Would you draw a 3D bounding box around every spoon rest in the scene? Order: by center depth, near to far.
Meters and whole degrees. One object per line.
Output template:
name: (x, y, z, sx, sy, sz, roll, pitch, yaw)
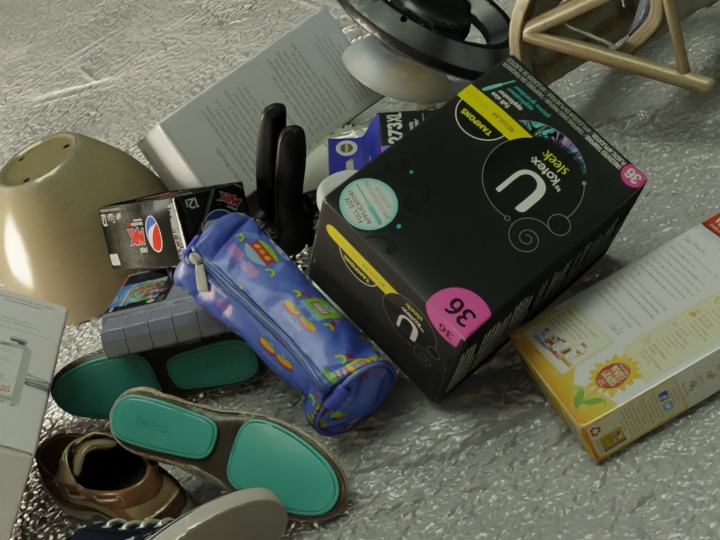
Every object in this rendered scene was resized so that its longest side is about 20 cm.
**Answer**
spoon rest: (0.070, -0.189, 1.580, 0.200, 0.061, 0.099, -10, 42, -37)

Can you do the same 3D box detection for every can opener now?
can opener: (-0.068, -0.079, 1.462, 0.079, 0.200, 0.063, -40, 63, -19)

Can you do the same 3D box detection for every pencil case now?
pencil case: (-0.063, 0.039, 1.292, 0.200, 0.087, 0.078, 45, 110, 23)

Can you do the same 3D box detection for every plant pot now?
plant pot: (-0.288, -0.059, 1.664, 0.200, 0.135, 0.200, -21, 30, 13)

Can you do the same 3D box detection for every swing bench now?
swing bench: (0.257, -0.243, 1.459, 0.200, 0.130, 0.199, 4, 29, 43)

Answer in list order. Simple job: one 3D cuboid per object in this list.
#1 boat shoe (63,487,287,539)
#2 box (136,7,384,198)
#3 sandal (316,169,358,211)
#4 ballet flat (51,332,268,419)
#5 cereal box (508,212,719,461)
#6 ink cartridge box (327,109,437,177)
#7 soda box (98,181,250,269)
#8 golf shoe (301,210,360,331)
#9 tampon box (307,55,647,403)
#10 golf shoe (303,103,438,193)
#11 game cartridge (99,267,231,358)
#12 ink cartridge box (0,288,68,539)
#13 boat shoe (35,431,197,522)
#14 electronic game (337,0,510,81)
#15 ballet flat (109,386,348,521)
boat shoe: (-0.154, 0.202, 1.214, 0.200, 0.075, 0.093, -32, 39, -5)
box: (-0.099, -0.145, 1.619, 0.200, 0.106, 0.152, -37, 7, -14)
sandal: (0.043, -0.009, 1.362, 0.082, 0.050, 0.203, -26, 57, -30)
ballet flat: (-0.164, 0.080, 1.430, 0.200, 0.068, 0.075, -14, 18, 15)
cereal box: (0.220, 0.040, 1.191, 0.200, 0.040, 0.144, -29, 29, -2)
ink cartridge box: (0.071, -0.097, 1.443, 0.200, 0.037, 0.095, -5, 48, 2)
soda box: (-0.169, -0.039, 1.517, 0.071, 0.063, 0.200, -15, 7, -27)
golf shoe: (0.000, 0.000, 1.402, 0.088, 0.077, 0.200, -6, 38, 14)
tampon box: (0.085, -0.032, 1.259, 0.200, 0.126, 0.150, -40, 74, -23)
golf shoe: (0.022, -0.087, 1.516, 0.200, 0.078, 0.097, -20, 37, 17)
game cartridge: (-0.151, 0.021, 1.454, 0.129, 0.038, 0.200, -9, 14, 4)
ink cartridge box: (-0.307, 0.132, 1.374, 0.083, 0.147, 0.200, 15, 32, -11)
boat shoe: (-0.202, 0.158, 1.326, 0.200, 0.072, 0.076, 13, 49, 48)
electronic game: (0.064, -0.236, 1.550, 0.200, 0.200, 0.042, -92, 26, -57)
ballet flat: (-0.092, 0.135, 1.260, 0.200, 0.067, 0.068, 22, 85, 18)
